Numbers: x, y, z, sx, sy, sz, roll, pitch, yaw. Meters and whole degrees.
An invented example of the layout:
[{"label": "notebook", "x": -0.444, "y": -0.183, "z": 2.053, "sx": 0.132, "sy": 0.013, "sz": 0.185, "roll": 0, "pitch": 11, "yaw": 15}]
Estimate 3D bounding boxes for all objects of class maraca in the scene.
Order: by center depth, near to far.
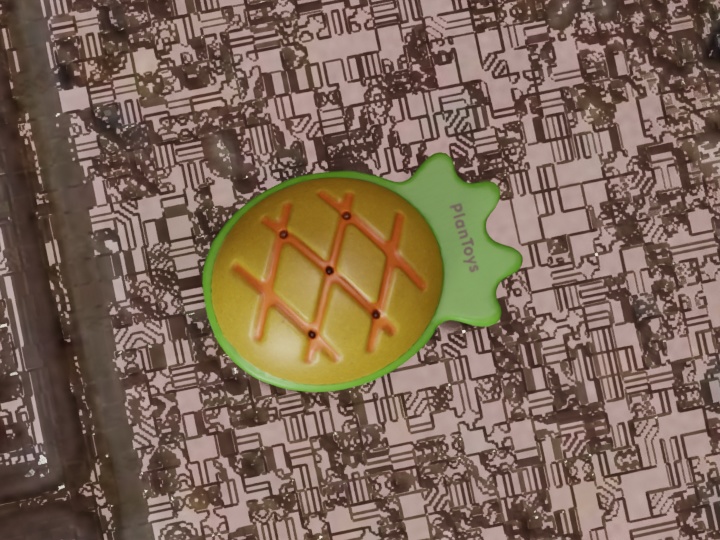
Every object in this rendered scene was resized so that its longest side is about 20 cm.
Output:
[{"label": "maraca", "x": 0.000, "y": 0.000, "z": 1.479, "sx": 0.200, "sy": 0.107, "sz": 0.137, "roll": -17, "pitch": 87, "yaw": -4}]
